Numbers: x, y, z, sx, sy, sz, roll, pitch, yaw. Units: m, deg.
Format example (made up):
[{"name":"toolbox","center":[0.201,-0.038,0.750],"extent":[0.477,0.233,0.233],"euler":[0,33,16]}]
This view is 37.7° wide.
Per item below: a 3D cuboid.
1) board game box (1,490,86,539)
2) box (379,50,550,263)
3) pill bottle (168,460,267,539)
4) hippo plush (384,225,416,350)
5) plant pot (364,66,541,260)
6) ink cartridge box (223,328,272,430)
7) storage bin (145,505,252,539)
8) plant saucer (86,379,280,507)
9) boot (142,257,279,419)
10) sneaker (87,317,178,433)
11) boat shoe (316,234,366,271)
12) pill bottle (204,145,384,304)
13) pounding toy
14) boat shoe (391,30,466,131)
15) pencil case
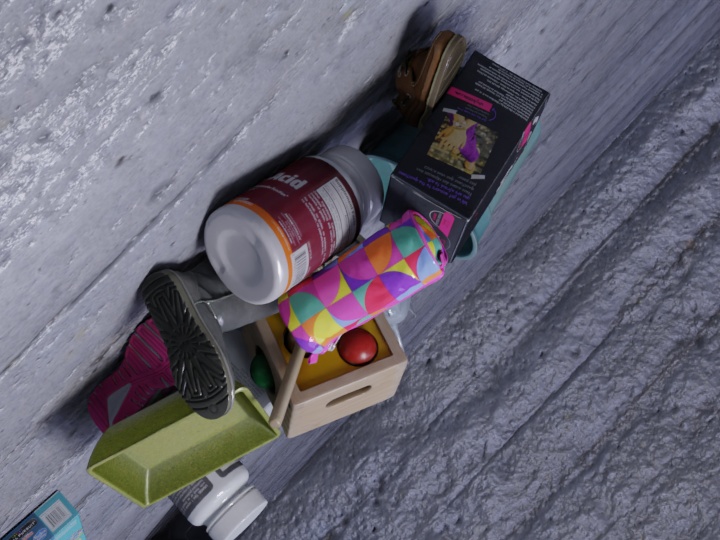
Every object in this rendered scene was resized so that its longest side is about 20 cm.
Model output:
[{"name":"board game box","center":[-0.460,0.400,1.475],"extent":[0.151,0.047,0.201],"euler":[-41,168,-25]},{"name":"box","center":[0.120,-0.131,1.226],"extent":[0.201,0.105,0.123],"euler":[-56,171,-21]},{"name":"pill bottle","center":[-0.237,0.300,1.553],"extent":[0.113,0.200,0.113],"euler":[-42,169,-11]},{"name":"hippo plush","center":[0.000,0.000,1.551],"extent":[0.201,0.159,0.161],"euler":[76,28,-58]},{"name":"plant pot","center":[0.129,-0.154,1.411],"extent":[0.197,0.199,0.201],"euler":[-51,170,-16]},{"name":"ink cartridge box","center":[-0.138,0.121,1.442],"extent":[0.200,0.144,0.146],"euler":[-42,168,-23]},{"name":"storage bin","center":[-0.335,0.543,2.178],"extent":[0.200,0.135,0.094],"euler":[-50,167,16]},{"name":"plant saucer","center":[-0.209,0.194,1.247],"extent":[0.198,0.048,0.200],"euler":[-27,155,-4]},{"name":"boot","center":[-0.142,0.058,1.186],"extent":[0.072,0.184,0.199],"euler":[-21,177,25]},{"name":"sneaker","center":[-0.238,0.112,1.247],"extent":[0.200,0.082,0.088],"euler":[-43,172,24]},{"name":"boat shoe","center":[-0.026,-0.019,1.289],"extent":[0.068,0.200,0.075],"euler":[-46,130,-4]},{"name":"pill bottle","center":[-0.068,-0.058,1.172],"extent":[0.200,0.114,0.115],"euler":[-37,166,-41]},{"name":"pounding toy","center":[-0.059,0.104,1.289],"extent":[0.198,0.185,0.143],"euler":[-19,154,-20]},{"name":"boat shoe","center":[0.071,-0.220,1.222],"extent":[0.072,0.068,0.200],"euler":[-54,173,-19]},{"name":"pencil case","center":[0.003,0.017,1.169],"extent":[0.199,0.089,0.088],"euler":[-35,172,17]}]
